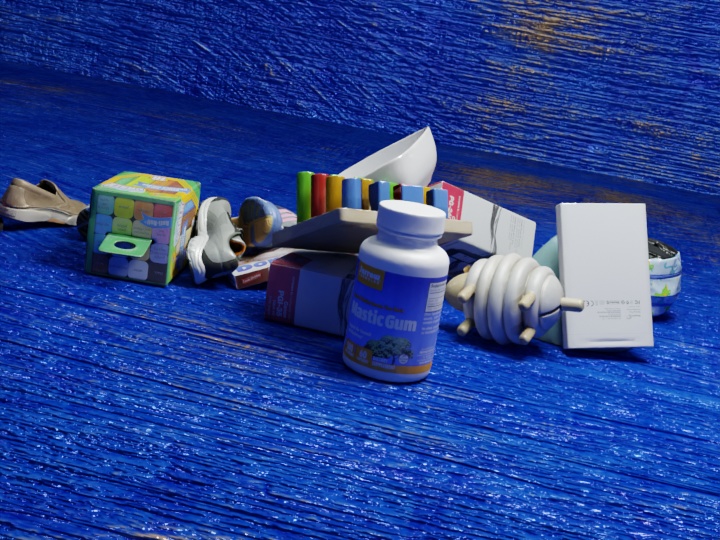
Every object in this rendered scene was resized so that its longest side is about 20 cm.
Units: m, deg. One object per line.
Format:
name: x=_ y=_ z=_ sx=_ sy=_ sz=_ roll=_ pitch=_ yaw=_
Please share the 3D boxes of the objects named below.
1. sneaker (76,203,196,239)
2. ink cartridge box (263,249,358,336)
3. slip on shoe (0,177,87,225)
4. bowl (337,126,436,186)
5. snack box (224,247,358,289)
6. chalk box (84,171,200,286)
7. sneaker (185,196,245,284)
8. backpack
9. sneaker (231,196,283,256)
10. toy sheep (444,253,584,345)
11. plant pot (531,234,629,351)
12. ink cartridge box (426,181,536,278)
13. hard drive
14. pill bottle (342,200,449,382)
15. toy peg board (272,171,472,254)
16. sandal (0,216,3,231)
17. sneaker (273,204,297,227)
sneaker: x=-0.339 y=-0.081 z=1.862 sx=0.197 sy=0.077 sz=0.077 roll=8 pitch=18 yaw=-13
ink cartridge box: x=-0.011 y=0.033 z=1.610 sx=0.198 sy=0.084 sz=0.146 roll=13 pitch=13 yaw=16
slip on shoe: x=-0.490 y=-0.111 z=1.884 sx=0.075 sy=0.061 sz=0.199 roll=18 pitch=7 yaw=24
bowl: x=0.022 y=-0.124 z=1.796 sx=0.198 sy=0.075 sz=0.200 roll=-25 pitch=11 yaw=25
snack box: x=-0.100 y=-0.017 z=1.758 sx=0.198 sy=0.025 sz=0.072 roll=-16 pitch=22 yaw=-18
chalk box: x=-0.311 y=-0.058 z=1.690 sx=0.123 sy=0.126 sz=0.200 roll=9 pitch=13 yaw=2
sneaker: x=-0.203 y=-0.045 z=1.749 sx=0.078 sy=0.075 sz=0.201 roll=-6 pitch=31 yaw=4
backpack: x=0.429 y=0.001 z=1.967 sx=0.198 sy=0.156 sz=0.163 roll=-8 pitch=1 yaw=30
sneaker: x=-0.144 y=-0.062 z=1.807 sx=0.087 sy=0.076 sz=0.200 roll=7 pitch=-10 yaw=-22
toy sheep: x=0.208 y=0.041 z=1.641 sx=0.198 sy=0.140 sz=0.138 roll=11 pitch=13 yaw=25
plant pot: x=0.321 y=0.023 z=1.772 sx=0.197 sy=0.137 sz=0.200 roll=9 pitch=13 yaw=-2
ink cartridge box: x=0.153 y=-0.054 z=1.864 sx=0.198 sy=0.084 sz=0.145 roll=21 pitch=-23 yaw=-31
hard drive: x=0.343 y=0.008 z=1.681 sx=0.130 sy=0.203 sz=0.027 roll=0 pitch=-7 yaw=-13
pill bottle: x=0.046 y=0.022 z=1.443 sx=0.111 sy=0.203 sz=0.112 roll=8 pitch=13 yaw=-2
toy peg board: x=0.012 y=-0.087 z=1.578 sx=0.198 sy=0.099 sz=0.199 roll=4 pitch=-10 yaw=-29
sandal: x=-0.564 y=-0.075 z=1.750 sx=0.074 sy=0.046 sz=0.200 roll=7 pitch=14 yaw=-11
sneaker: x=-0.136 y=-0.064 z=1.946 sx=0.199 sy=0.071 sz=0.082 roll=18 pitch=13 yaw=37
